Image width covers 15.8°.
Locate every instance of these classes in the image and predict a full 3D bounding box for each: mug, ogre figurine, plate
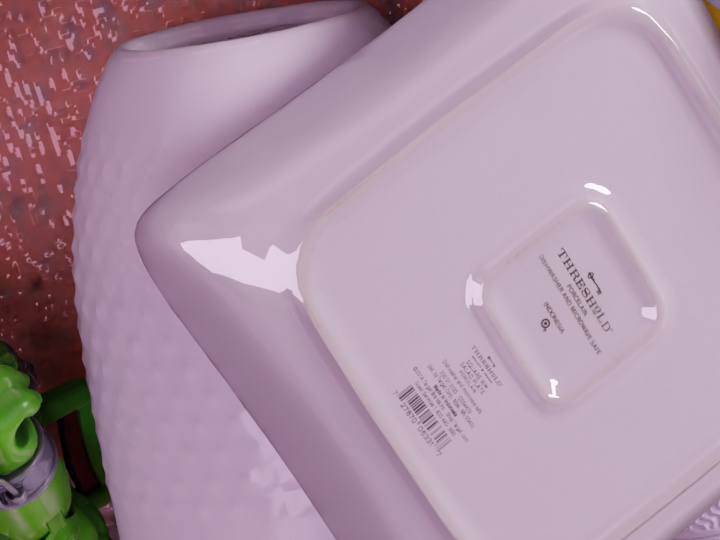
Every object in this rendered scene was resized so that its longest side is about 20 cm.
[{"bbox_3d":[0.000,0.000,0.873,0.198,0.148,0.177,-8,102,13],"label":"mug"},{"bbox_3d":[-0.142,0.057,0.920,0.199,0.098,0.120,2,130,45],"label":"ogre figurine"},{"bbox_3d":[0.060,0.009,0.813,0.200,0.032,0.200,-37,109,-11],"label":"plate"}]

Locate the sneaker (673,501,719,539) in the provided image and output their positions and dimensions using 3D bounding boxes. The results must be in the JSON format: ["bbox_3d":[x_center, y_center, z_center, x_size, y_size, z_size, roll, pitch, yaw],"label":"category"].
[{"bbox_3d":[0.204,0.083,0.895,0.199,0.076,0.114,-24,104,21],"label":"sneaker"}]

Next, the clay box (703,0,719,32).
[{"bbox_3d":[0.178,-0.062,0.866,0.198,0.048,0.116,7,108,10],"label":"clay box"}]
